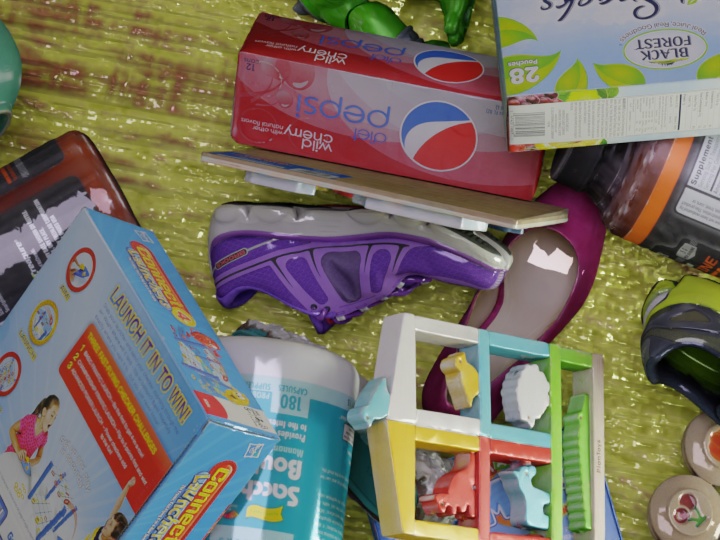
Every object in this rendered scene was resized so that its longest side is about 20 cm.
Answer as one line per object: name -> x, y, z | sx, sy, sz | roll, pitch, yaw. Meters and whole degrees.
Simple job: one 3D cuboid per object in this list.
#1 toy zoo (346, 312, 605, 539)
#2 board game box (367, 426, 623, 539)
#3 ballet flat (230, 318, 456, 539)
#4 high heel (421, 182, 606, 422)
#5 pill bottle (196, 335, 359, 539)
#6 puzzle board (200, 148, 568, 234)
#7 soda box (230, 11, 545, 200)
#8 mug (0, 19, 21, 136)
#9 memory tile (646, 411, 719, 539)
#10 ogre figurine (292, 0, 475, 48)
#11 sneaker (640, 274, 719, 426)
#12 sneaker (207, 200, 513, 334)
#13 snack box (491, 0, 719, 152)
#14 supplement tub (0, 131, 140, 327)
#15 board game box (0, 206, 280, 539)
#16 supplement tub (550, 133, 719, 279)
toy zoo -> 0.070, 0.100, 1.523 | 0.200, 0.020, 0.132 | 12, 73, -39
board game box -> 0.097, 0.210, 1.590 | 0.151, 0.037, 0.201 | -14, 80, -4
ballet flat -> -0.005, 0.099, 1.587 | 0.072, 0.072, 0.200 | -42, 54, -8
high heel -> 0.100, 0.016, 1.600 | 0.067, 0.096, 0.200 | 36, 80, 7
pill bottle -> -0.064, 0.146, 1.494 | 0.110, 0.111, 0.201 | 6, 75, 1
puzzle board -> 0.017, -0.048, 1.569 | 0.199, 0.151, 0.017 | 12, 97, 15
soda box -> 0.021, -0.105, 1.619 | 0.199, 0.063, 0.070 | 11, 121, 5
mug -> -0.292, -0.106, 1.608 | 0.152, 0.185, 0.114 | -38, 83, -32
memory tile -> 0.234, 0.198, 1.583 | 0.153, 0.017, 0.200 | 32, 71, -3
ogre figurine -> 0.022, -0.221, 1.650 | 0.119, 0.201, 0.098 | 13, 33, 12
sneaker -> 0.261, 0.076, 1.589 | 0.199, 0.074, 0.081 | 20, 38, 9
sneaker -> 0.000, 0.000, 1.614 | 0.199, 0.081, 0.084 | 2, 92, 20
snack box -> 0.180, -0.164, 1.559 | 0.199, 0.068, 0.169 | -5, 59, 3
supplement tub -> -0.235, 0.003, 1.587 | 0.200, 0.107, 0.107 | -29, 80, -6
board game box -> -0.159, 0.101, 1.486 | 0.196, 0.056, 0.200 | -52, 45, 19
supplement tub -> 0.223, -0.052, 1.602 | 0.199, 0.107, 0.107 | 22, 79, -2
